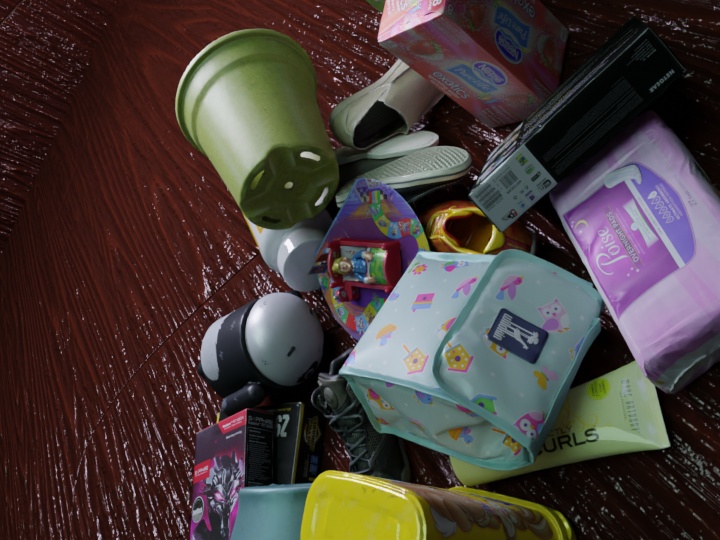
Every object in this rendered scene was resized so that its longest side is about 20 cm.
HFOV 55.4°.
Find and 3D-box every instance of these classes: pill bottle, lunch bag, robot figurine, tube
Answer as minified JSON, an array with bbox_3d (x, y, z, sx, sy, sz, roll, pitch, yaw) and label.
[{"bbox_3d":[-0.099,-0.066,0.966,0.114,0.111,0.201,-52,41,18],"label":"pill bottle"},{"bbox_3d":[0.105,0.074,0.621,0.197,0.123,0.172,4,46,45],"label":"lunch bag"},{"bbox_3d":[-0.134,0.108,0.921,0.197,0.123,0.155,-26,71,40],"label":"robot figurine"},{"bbox_3d":[0.168,0.141,0.605,0.197,0.052,0.059,-28,87,35],"label":"tube"}]

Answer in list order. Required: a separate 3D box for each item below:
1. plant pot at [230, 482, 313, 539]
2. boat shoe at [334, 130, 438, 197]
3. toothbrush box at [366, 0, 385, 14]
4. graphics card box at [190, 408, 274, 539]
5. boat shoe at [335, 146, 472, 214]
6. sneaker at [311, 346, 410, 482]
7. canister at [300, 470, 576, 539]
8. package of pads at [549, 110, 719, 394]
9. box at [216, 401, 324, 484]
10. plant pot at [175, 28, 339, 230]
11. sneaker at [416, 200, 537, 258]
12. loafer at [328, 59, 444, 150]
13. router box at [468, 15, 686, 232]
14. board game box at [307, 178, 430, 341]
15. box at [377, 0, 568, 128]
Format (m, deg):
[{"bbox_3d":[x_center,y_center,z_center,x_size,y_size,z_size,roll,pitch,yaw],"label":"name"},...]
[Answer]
[{"bbox_3d":[-0.048,0.299,0.643,0.197,0.197,0.194,-18,68,44],"label":"plant pot"},{"bbox_3d":[0.025,-0.135,0.894,0.198,0.062,0.072,-2,26,42],"label":"boat shoe"},{"bbox_3d":[0.093,-0.351,0.801,0.143,0.197,0.089,-13,61,45],"label":"toothbrush box"},{"bbox_3d":[-0.159,0.287,0.847,0.124,0.050,0.206,-28,54,39],"label":"graphics card box"},{"bbox_3d":[0.053,-0.093,0.807,0.197,0.063,0.075,-14,25,43],"label":"boat shoe"},{"bbox_3d":[-0.003,0.178,0.739,0.075,0.112,0.206,-22,59,43],"label":"sneaker"},{"bbox_3d":[0.065,0.222,0.564,0.146,0.197,0.089,-4,69,48],"label":"canister"},{"bbox_3d":[0.246,-0.017,0.562,0.120,0.075,0.204,-41,46,28],"label":"package of pads"},{"bbox_3d":[-0.130,0.264,0.901,0.197,0.049,0.165,-16,60,46],"label":"box"},{"bbox_3d":[-0.115,-0.162,0.867,0.201,0.198,0.187,-47,52,24],"label":"plant pot"},{"bbox_3d":[0.106,-0.048,0.738,0.199,0.076,0.075,14,84,62],"label":"sneaker"},{"bbox_3d":[0.053,-0.211,0.858,0.197,0.076,0.069,-34,46,11],"label":"loafer"},{"bbox_3d":[0.195,-0.139,0.638,0.200,0.051,0.150,-43,5,28],"label":"router box"},{"bbox_3d":[0.000,0.000,0.803,0.159,0.038,0.202,53,133,22],"label":"board game box"},{"bbox_3d":[0.122,-0.244,0.716,0.093,0.197,0.106,-1,71,48],"label":"box"}]
